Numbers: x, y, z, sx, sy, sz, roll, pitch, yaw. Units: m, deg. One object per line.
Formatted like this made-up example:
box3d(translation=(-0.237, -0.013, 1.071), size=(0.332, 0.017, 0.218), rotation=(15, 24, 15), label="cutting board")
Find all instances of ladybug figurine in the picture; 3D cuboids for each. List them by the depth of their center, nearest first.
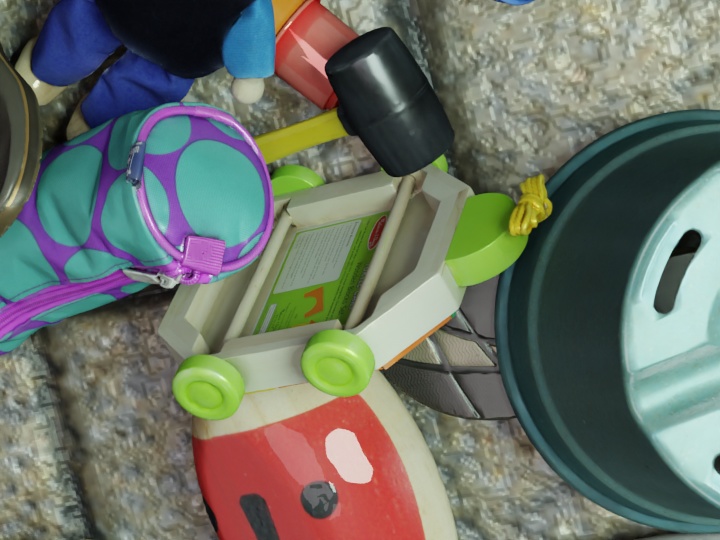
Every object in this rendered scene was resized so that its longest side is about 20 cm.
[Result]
box3d(translation=(-0.023, 0.118, 0.936), size=(0.136, 0.072, 0.200), rotation=(-18, 102, 42), label="ladybug figurine")

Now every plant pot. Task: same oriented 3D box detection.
box3d(translation=(0.165, 0.024, 0.787), size=(0.200, 0.196, 0.201), rotation=(0, 90, -1), label="plant pot")

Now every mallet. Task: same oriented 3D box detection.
box3d(translation=(-0.051, -0.067, 0.911), size=(0.200, 0.041, 0.066), rotation=(-9, 119, 32), label="mallet")

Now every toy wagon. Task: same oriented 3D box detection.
box3d(translation=(0.000, 0.000, 0.873), size=(0.200, 0.155, 0.040), rotation=(-11, 126, 28), label="toy wagon")

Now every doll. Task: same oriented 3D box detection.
box3d(translation=(-0.100, -0.127, 0.884), size=(0.136, 0.048, 0.200), rotation=(45, 140, -10), label="doll")

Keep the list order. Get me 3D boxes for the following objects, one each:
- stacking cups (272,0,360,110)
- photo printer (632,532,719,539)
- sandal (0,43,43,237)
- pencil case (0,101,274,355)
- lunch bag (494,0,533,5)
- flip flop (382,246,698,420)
box3d(translation=(-0.079, -0.155, 0.928), size=(0.200, 0.061, 0.061), rotation=(38, 108, 0), label="stacking cups")
box3d(translation=(0.131, 0.217, 0.876), size=(0.166, 0.200, 0.069), rotation=(-17, 134, 19), label="photo printer")
box3d(translation=(-0.204, -0.094, 0.917), size=(0.082, 0.054, 0.200), rotation=(-41, 52, 37), label="sandal")
box3d(translation=(-0.139, -0.016, 0.921), size=(0.200, 0.085, 0.093), rotation=(-19, 52, 41), label="pencil case")
box3d(translation=(0.024, -0.208, 0.841), size=(0.200, 0.136, 0.133), rotation=(32, 107, 9), label="lunch bag")
box3d(translation=(0.102, 0.024, 0.913), size=(0.199, 0.058, 0.081), rotation=(-8, 95, 1), label="flip flop")
